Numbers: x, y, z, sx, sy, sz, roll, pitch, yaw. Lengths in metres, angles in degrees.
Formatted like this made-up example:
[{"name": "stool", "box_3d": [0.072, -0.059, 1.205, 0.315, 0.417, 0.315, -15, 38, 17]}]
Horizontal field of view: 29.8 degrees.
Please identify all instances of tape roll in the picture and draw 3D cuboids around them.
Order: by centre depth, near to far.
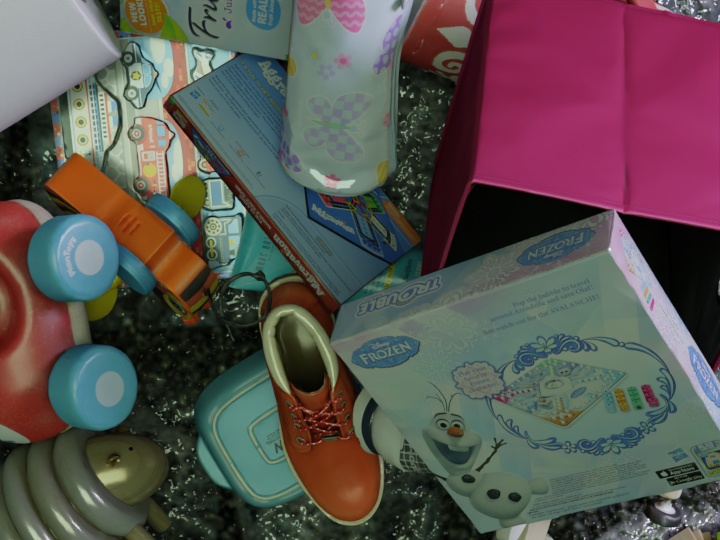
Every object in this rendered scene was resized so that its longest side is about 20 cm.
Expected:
[{"name": "tape roll", "box_3d": [-0.279, -0.202, 0.954, 0.139, 0.203, 0.204, -31, 97, 2]}]

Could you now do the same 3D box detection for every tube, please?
[{"name": "tube", "box_3d": [0.000, 0.000, 1.071, 0.198, 0.050, 0.078, 15, 76, -2]}]

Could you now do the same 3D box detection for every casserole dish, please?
[{"name": "casserole dish", "box_3d": [-0.042, 0.113, 1.085, 0.199, 0.039, 0.122, -31, 97, 2]}]

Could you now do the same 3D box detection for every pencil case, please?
[{"name": "pencil case", "box_3d": [-0.007, -0.152, 0.956, 0.090, 0.083, 0.201, 4, 128, -7]}]

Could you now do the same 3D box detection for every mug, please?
[{"name": "mug", "box_3d": [0.139, -0.178, 0.997, 0.199, 0.177, 0.134, 24, 89, -10]}]

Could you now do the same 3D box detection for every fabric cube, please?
[{"name": "fabric cube", "box_3d": [0.153, -0.048, 0.921, 0.198, 0.200, 0.197, 11, 139, -2]}]

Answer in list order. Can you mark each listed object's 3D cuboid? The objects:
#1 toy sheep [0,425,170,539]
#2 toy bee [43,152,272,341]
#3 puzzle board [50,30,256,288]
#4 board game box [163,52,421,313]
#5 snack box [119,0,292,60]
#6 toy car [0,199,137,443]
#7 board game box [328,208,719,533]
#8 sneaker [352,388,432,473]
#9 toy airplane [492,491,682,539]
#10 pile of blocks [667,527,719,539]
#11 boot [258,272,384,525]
[{"name": "toy sheep", "box_3d": [-0.231, 0.193, 1.041, 0.199, 0.138, 0.138, -37, 97, 7]}, {"name": "toy bee", "box_3d": [-0.155, 0.001, 1.025, 0.130, 0.109, 0.201, -29, 67, -10]}, {"name": "puzzle board", "box_3d": [-0.164, -0.089, 1.065, 0.149, 0.017, 0.202, -5, 96, -3]}, {"name": "board game box", "box_3d": [-0.050, -0.073, 1.028, 0.103, 0.019, 0.200, -37, 87, -36]}, {"name": "snack box", "box_3d": [-0.074, -0.231, 0.993, 0.198, 0.053, 0.143, 11, 126, 3]}, {"name": "toy car", "box_3d": [-0.294, 0.050, 0.949, 0.199, 0.183, 0.179, -15, 101, -45]}, {"name": "board game box", "box_3d": [0.115, 0.074, 0.864, 0.199, 0.044, 0.199, -19, 124, 30]}, {"name": "sneaker", "box_3d": [0.086, 0.072, 1.006, 0.200, 0.080, 0.077, -48, 124, -20]}, {"name": "toy airplane", "box_3d": [0.153, 0.137, 1.048, 0.200, 0.141, 0.200, -40, 130, -11]}, {"name": "pile of blocks", "box_3d": [0.274, 0.270, 1.118, 0.199, 0.082, 0.062, -31, 140, 10]}, {"name": "boot", "box_3d": [-0.032, 0.108, 1.013, 0.074, 0.107, 0.202, -18, 99, 0]}]
